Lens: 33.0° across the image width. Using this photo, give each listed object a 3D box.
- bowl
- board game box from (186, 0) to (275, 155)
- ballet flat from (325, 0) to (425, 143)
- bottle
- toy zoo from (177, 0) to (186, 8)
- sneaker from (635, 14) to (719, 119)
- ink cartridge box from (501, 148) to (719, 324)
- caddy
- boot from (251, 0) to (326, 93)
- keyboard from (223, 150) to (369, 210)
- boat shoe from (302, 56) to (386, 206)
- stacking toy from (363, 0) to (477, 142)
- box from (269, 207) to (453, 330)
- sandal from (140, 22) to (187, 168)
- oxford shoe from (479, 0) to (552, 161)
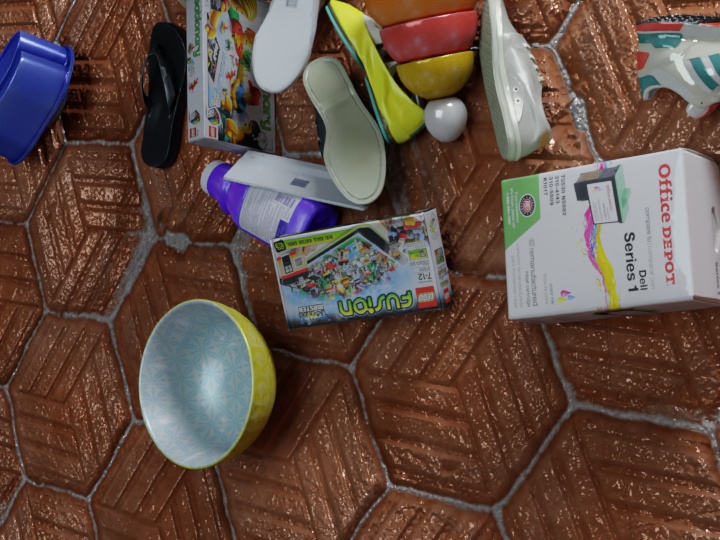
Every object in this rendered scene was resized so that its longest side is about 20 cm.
[{"bbox_3d":[-0.167,0.139,1.488,0.199,0.107,0.202,-5,82,37],"label":"bowl"},{"bbox_3d":[-0.161,-0.249,1.512,0.034,0.126,0.202,-7,81,38],"label":"board game box"},{"bbox_3d":[0.026,-0.240,1.411,0.067,0.067,0.201,-27,71,11],"label":"ballet flat"},{"bbox_3d":[-0.118,-0.081,1.499,0.199,0.065,0.084,28,101,37],"label":"bottle"},{"bbox_3d":[-0.192,-0.392,1.551,0.199,0.131,0.021,3,63,39],"label":"toy zoo"},{"bbox_3d":[0.351,-0.188,1.147,0.199,0.070,0.094,14,112,37],"label":"sneaker"},{"bbox_3d":[0.246,-0.030,1.192,0.199,0.084,0.146,-8,80,37],"label":"ink cartridge box"},{"bbox_3d":[-0.491,-0.251,1.792,0.200,0.105,0.142,-51,36,23],"label":"caddy"},{"bbox_3d":[-0.073,-0.309,1.474,0.073,0.096,0.201,17,95,12],"label":"boot"},{"bbox_3d":[-0.069,-0.108,1.450,0.199,0.011,0.056,14,52,27],"label":"keyboard"},{"bbox_3d":[-0.014,-0.154,1.425,0.074,0.066,0.200,-27,65,2],"label":"boat shoe"},{"bbox_3d":[0.078,-0.241,1.342,0.145,0.146,0.201,-2,101,38],"label":"stacking toy"},{"bbox_3d":[0.000,0.000,1.374,0.199,0.035,0.111,-9,96,26],"label":"box"},{"bbox_3d":[-0.270,-0.241,1.650,0.076,0.043,0.202,-1,85,38],"label":"sandal"},{"bbox_3d":[0.164,-0.209,1.298,0.057,0.075,0.201,-7,67,-4],"label":"oxford shoe"}]
